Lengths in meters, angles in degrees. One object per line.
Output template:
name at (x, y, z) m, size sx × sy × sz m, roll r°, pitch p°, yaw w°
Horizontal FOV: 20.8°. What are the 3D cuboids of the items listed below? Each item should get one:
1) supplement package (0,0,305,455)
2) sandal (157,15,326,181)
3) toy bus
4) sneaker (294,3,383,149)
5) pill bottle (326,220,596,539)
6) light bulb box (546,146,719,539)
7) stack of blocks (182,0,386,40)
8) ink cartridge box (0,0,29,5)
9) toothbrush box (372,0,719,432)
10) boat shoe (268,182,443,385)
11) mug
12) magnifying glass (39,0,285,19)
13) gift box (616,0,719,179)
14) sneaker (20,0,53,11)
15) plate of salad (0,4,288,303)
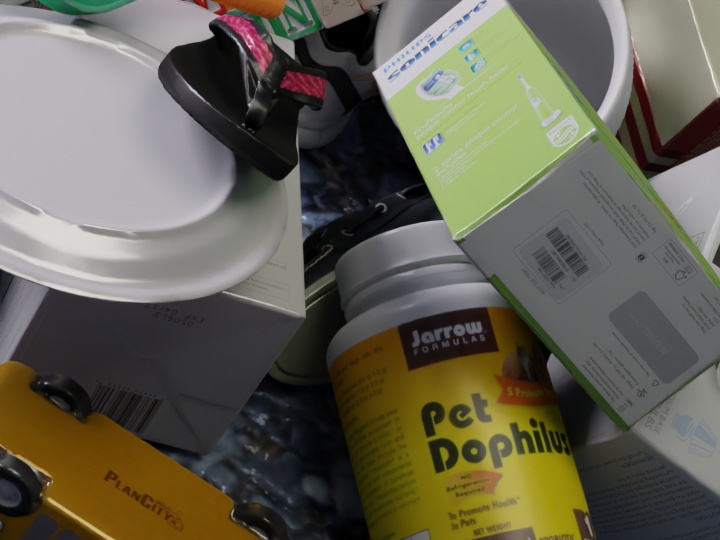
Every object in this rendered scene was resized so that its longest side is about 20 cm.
supplement package at (-0.107, -0.030, 0.996) m, size 0.121 × 0.120 × 0.200 m, roll 17°, pitch 44°, yaw -21°
sandal at (-0.046, -0.095, 0.917) m, size 0.075 × 0.045 × 0.200 m, roll 41°, pitch 16°, yaw -9°
toy bus at (-0.099, 0.128, 0.884) m, size 0.200 × 0.078 × 0.065 m, roll 33°, pitch 40°, yaw -6°
sneaker at (0.007, -0.146, 1.229) m, size 0.074 × 0.080 × 0.200 m, roll 37°, pitch 38°, yaw 1°
pill bottle at (0.047, 0.081, 0.985) m, size 0.109 × 0.109 × 0.201 m, roll 0°, pitch 67°, yaw -37°
light bulb box at (0.216, 0.071, 1.073) m, size 0.200 × 0.125 × 0.199 m, roll 35°, pitch 63°, yaw -17°
stack of blocks at (-0.063, -0.185, 1.113) m, size 0.059 × 0.200 × 0.115 m, roll -43°, pitch 111°, yaw -50°
ink cartridge box at (-0.246, -0.196, 0.991) m, size 0.145 × 0.085 × 0.200 m, roll -22°, pitch 40°, yaw -14°
toothbrush box at (0.097, -0.037, 0.984) m, size 0.146 × 0.086 × 0.200 m, roll 47°, pitch 12°, yaw -29°
boat shoe at (0.000, -0.002, 1.096) m, size 0.066 × 0.075 × 0.199 m, roll 30°, pitch 47°, yaw 32°
mug at (0.101, -0.141, 1.188) m, size 0.147 × 0.201 × 0.175 m, roll 19°, pitch -2°, yaw 10°
magnifying glass at (-0.102, -0.156, 0.969) m, size 0.200 × 0.022 × 0.080 m, roll 9°, pitch 82°, yaw -57°
gift box at (0.232, -0.132, 1.315) m, size 0.200 × 0.184 × 0.187 m, roll 9°, pitch 56°, yaw -36°
sneaker at (-0.239, -0.130, 1.028) m, size 0.081 × 0.075 × 0.200 m, roll 45°, pitch 40°, yaw 8°
plate of salad at (-0.128, -0.049, 0.868) m, size 0.200 × 0.048 × 0.200 m, roll 18°, pitch 37°, yaw -14°
